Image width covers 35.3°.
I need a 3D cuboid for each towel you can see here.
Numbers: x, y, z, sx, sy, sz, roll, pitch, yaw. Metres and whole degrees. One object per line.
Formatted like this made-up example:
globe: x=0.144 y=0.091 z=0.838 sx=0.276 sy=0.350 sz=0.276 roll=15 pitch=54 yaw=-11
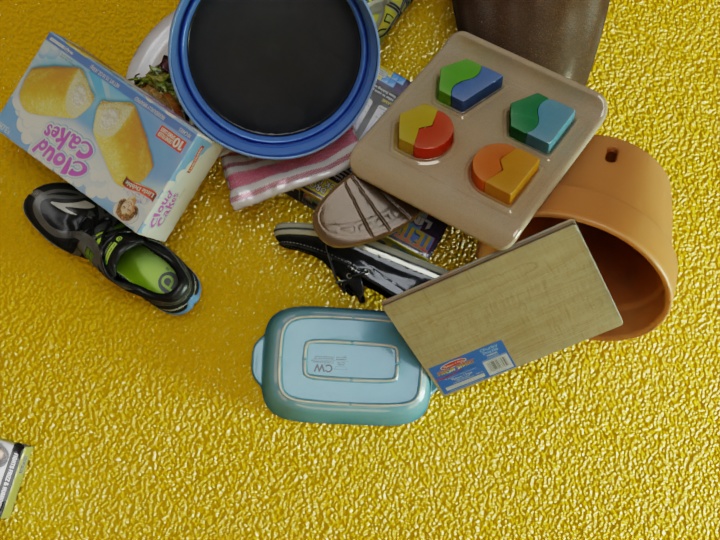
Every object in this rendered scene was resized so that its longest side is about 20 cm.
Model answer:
towel: x=-0.089 y=-0.168 z=1.164 sx=0.146 sy=0.030 sz=0.201 roll=-22 pitch=62 yaw=7

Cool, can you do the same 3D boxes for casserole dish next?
casserole dish: x=-0.011 y=0.095 z=1.159 sx=0.199 sy=0.039 sz=0.122 roll=4 pitch=76 yaw=-6

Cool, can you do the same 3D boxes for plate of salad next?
plate of salad: x=-0.160 y=-0.206 z=1.165 sx=0.199 sy=0.048 sz=0.201 roll=-8 pitch=66 yaw=17

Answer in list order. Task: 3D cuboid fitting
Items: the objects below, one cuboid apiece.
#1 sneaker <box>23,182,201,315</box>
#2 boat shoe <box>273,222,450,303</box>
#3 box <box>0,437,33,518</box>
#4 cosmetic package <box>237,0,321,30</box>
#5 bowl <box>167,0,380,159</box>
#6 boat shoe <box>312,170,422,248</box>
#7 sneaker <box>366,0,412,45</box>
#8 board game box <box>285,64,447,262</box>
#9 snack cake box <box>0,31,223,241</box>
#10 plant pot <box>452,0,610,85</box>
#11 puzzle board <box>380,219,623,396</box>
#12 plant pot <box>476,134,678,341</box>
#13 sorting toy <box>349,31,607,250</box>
sneaker: x=-0.245 y=-0.028 z=1.130 sx=0.199 sy=0.083 sz=0.071 roll=34 pitch=80 yaw=2
boat shoe: x=0.000 y=0.000 z=1.159 sx=0.199 sy=0.075 sz=0.062 roll=21 pitch=86 yaw=6
box: x=-0.422 y=0.174 z=1.078 sx=0.199 sy=0.050 sz=0.076 roll=18 pitch=77 yaw=-3
cosmetic package: x=-0.082 y=-0.304 z=1.173 sx=0.082 sy=0.051 sz=0.200 roll=5 pitch=37 yaw=-6
bowl: x=-0.082 y=-0.207 z=1.079 sx=0.200 sy=0.039 sz=0.201 roll=-1 pitch=110 yaw=-4
boat shoe: x=0.041 y=-0.080 z=1.135 sx=0.200 sy=0.065 sz=0.071 roll=-30 pitch=84 yaw=-12
sneaker: x=0.012 y=-0.286 z=1.207 sx=0.075 sy=0.077 sz=0.200 roll=21 pitch=35 yaw=21
board game box: x=0.020 y=-0.122 z=1.203 sx=0.200 sy=0.057 sz=0.166 roll=30 pitch=77 yaw=0
snack cake box: x=-0.250 y=-0.132 z=1.123 sx=0.200 sy=0.067 sz=0.115 roll=35 pitch=95 yaw=16
plant pot: x=0.179 y=-0.255 z=1.206 sx=0.186 sy=0.187 sz=0.201 roll=2 pitch=91 yaw=-7
puzzle board: x=0.140 y=0.039 z=1.108 sx=0.199 sy=0.151 sz=0.017 roll=-24 pitch=40 yaw=13
plant pot: x=0.234 y=-0.042 z=1.156 sx=0.200 sy=0.200 sz=0.140 roll=27 pitch=58 yaw=-1
sorting toy: x=0.115 y=-0.135 z=1.092 sx=0.185 sy=0.037 sz=0.200 roll=29 pitch=65 yaw=19
